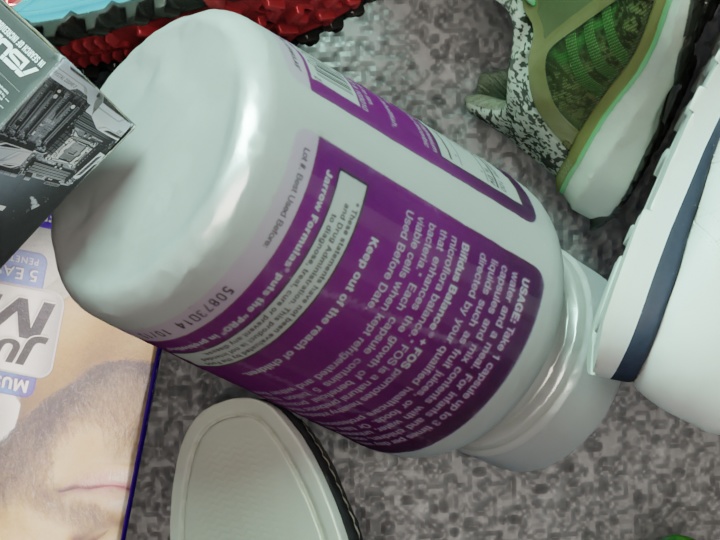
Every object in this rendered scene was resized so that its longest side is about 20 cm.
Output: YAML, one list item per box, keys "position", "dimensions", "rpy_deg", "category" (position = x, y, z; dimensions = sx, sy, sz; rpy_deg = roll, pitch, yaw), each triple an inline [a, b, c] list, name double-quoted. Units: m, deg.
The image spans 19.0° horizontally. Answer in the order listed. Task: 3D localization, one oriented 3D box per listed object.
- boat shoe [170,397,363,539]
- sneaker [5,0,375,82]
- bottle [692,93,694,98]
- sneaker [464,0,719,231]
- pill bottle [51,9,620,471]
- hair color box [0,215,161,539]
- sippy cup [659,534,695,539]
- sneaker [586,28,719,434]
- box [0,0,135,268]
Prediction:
- position: [-0.011, 0.139, 0.779]
  dimensions: [0.074, 0.060, 0.201]
  rpy_deg: [-19, 90, 30]
  category: "boat shoe"
- position: [-0.084, -0.122, 0.761]
  dimensions: [0.199, 0.079, 0.096]
  rpy_deg: [-8, 79, 7]
  category: "sneaker"
- position: [0.158, -0.046, 0.808]
  dimensions: [0.065, 0.083, 0.201]
  rpy_deg: [24, 88, -28]
  category: "bottle"
- position: [0.081, -0.100, 0.765]
  dimensions: [0.088, 0.200, 0.077]
  rpy_deg: [25, 48, 9]
  category: "sneaker"
- position: [0.000, 0.000, 0.755]
  dimensions: [0.200, 0.112, 0.113]
  rpy_deg: [29, 90, -36]
  category: "pill bottle"
- position: [-0.134, 0.057, 0.801]
  dimensions: [0.109, 0.065, 0.201]
  rpy_deg: [10, 94, -5]
  category: "hair color box"
- position: [0.096, 0.197, 0.793]
  dimensions: [0.139, 0.130, 0.179]
  rpy_deg: [-15, 95, -3]
  category: "sippy cup"
- position: [0.148, -0.041, 0.739]
  dimensions: [0.080, 0.076, 0.201]
  rpy_deg: [23, 91, 6]
  category: "sneaker"
- position: [-0.194, -0.054, 0.711]
  dimensions: [0.158, 0.050, 0.200]
  rpy_deg: [-48, 59, -2]
  category: "box"
